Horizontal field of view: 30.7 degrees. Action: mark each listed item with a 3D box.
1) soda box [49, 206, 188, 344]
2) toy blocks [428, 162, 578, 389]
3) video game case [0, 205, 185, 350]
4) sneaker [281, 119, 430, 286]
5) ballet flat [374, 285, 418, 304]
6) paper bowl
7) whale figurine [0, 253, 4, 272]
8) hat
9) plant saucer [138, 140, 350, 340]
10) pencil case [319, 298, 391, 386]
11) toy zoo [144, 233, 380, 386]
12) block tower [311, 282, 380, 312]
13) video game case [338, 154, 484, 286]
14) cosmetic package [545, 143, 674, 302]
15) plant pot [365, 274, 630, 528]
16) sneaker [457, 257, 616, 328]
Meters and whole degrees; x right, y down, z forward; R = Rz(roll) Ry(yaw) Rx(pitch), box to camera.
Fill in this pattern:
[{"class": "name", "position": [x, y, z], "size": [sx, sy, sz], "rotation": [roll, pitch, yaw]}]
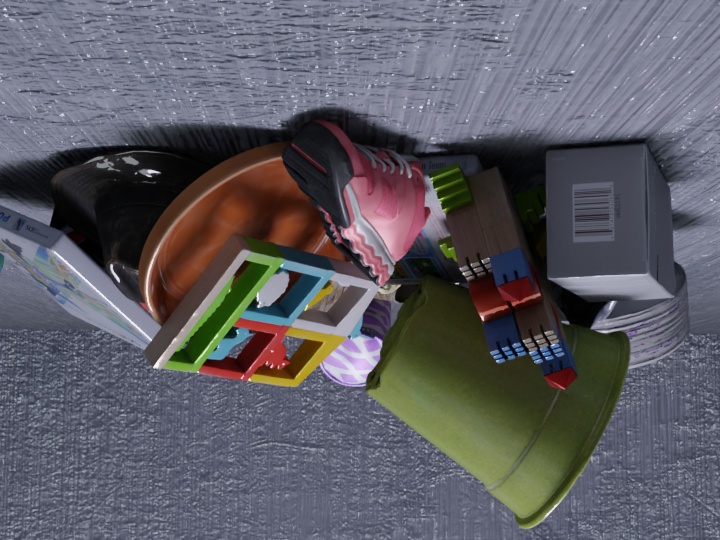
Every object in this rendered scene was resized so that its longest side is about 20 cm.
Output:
[{"class": "soda box", "position": [-0.243, 0.008, 1.360], "size": [0.070, 0.064, 0.200], "rotation": [-3, 151, 24]}, {"class": "toy blocks", "position": [0.122, 0.016, 1.058], "size": [0.099, 0.137, 0.200], "rotation": [-19, 149, 13]}, {"class": "video game case", "position": [-0.270, 0.006, 1.207], "size": [0.182, 0.022, 0.200], "rotation": [20, 158, 41]}, {"class": "sneaker", "position": [0.004, -0.069, 0.992], "size": [0.074, 0.087, 0.200], "rotation": [42, 171, 27]}, {"class": "ballet flat", "position": [0.064, 0.014, 1.338], "size": [0.046, 0.068, 0.200], "rotation": [39, -170, 32]}, {"class": "paper bowl", "position": [0.245, 0.022, 1.393], "size": [0.199, 0.105, 0.201], "rotation": [-8, -158, 3]}, {"class": "whale figurine", "position": [-0.459, -0.008, 1.354], "size": [0.199, 0.105, 0.159], "rotation": [-4, 173, 32]}, {"class": "hat", "position": [-0.171, -0.018, 1.097], "size": [0.199, 0.081, 0.201], "rotation": [6, 154, 3]}, {"class": "plant saucer", "position": [-0.084, -0.024, 1.042], "size": [0.199, 0.032, 0.201], "rotation": [-24, 144, -18]}, {"class": "pencil case", "position": [-0.010, 0.038, 1.414], "size": [0.085, 0.084, 0.201], "rotation": [13, -147, -9]}, {"class": "toy zoo", "position": [-0.067, 0.040, 1.089], "size": [0.199, 0.021, 0.131], "rotation": [15, 122, -49]}, {"class": "block tower", "position": [0.000, 0.000, 1.341], "size": [0.058, 0.054, 0.199], "rotation": [35, -146, 32]}, {"class": "video game case", "position": [0.036, -0.039, 1.147], "size": [0.181, 0.024, 0.200], "rotation": [-2, 154, 19]}, {"class": "cosmetic package", "position": [0.210, -0.034, 1.088], "size": [0.090, 0.108, 0.200], "rotation": [-3, 174, 21]}, {"class": "plant pot", "position": [0.111, 0.101, 1.192], "size": [0.189, 0.201, 0.200], "rotation": [28, 171, -3]}, {"class": "sneaker", "position": [0.179, 0.017, 1.282], "size": [0.199, 0.114, 0.075], "rotation": [-26, 179, 32]}]
